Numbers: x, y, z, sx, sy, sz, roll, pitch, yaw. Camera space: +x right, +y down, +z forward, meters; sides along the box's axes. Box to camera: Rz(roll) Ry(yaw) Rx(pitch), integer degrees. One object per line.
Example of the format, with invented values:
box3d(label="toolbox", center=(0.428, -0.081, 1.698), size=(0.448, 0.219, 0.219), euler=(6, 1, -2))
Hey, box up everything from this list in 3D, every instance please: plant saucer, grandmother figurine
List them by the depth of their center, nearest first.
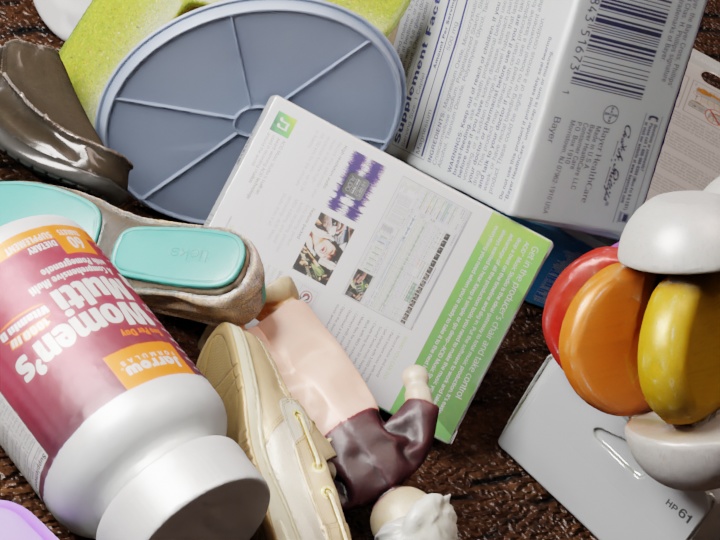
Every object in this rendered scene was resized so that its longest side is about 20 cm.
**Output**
box3d(label="grandmother figurine", center=(-0.007, 0.096, 1.453), size=(0.200, 0.121, 0.061), euler=(54, -8, 22))
box3d(label="plant saucer", center=(-0.087, -0.128, 1.595), size=(0.200, 0.200, 0.048), euler=(11, 45, -31))

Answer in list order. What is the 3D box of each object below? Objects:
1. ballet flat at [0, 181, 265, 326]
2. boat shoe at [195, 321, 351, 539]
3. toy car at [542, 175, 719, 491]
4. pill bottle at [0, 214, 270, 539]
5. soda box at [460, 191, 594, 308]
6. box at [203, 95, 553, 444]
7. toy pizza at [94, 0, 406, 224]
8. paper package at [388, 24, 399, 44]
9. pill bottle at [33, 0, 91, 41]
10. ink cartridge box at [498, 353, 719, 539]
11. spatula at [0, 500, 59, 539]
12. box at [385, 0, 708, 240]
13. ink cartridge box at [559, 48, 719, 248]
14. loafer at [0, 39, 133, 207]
box3d(label="ballet flat", center=(-0.145, -0.002, 1.464), size=(0.200, 0.068, 0.067), euler=(15, -22, 24))
box3d(label="boat shoe", center=(-0.046, 0.116, 1.385), size=(0.069, 0.074, 0.200), euler=(10, 45, -29))
box3d(label="toy car", center=(0.193, 0.031, 1.511), size=(0.150, 0.175, 0.200), euler=(5, 14, 35))
box3d(label="pill bottle", center=(-0.141, 0.072, 1.322), size=(0.109, 0.110, 0.200), euler=(-7, 46, -48))
box3d(label="soda box", center=(0.061, -0.045, 1.736), size=(0.200, 0.064, 0.068), euler=(21, 30, -18))
box3d(label="box", center=(0.000, 0.000, 1.535), size=(0.200, 0.145, 0.036), euler=(28, -1, -6))
box3d(label="toy pizza", center=(-0.070, -0.105, 1.564), size=(0.200, 0.200, 0.032), euler=(13, 42, -29))
box3d(label="paper package", center=(0.099, -0.159, 1.816), size=(0.200, 0.191, 0.104), euler=(10, 31, -36))
box3d(label="pill bottle", center=(-0.129, -0.216, 1.769), size=(0.200, 0.113, 0.113), euler=(-5, 45, -48))
box3d(label="ink cartridge box", center=(0.206, 0.109, 1.617), size=(0.145, 0.085, 0.200), euler=(43, 30, 21))
box3d(label="spatula", center=(-0.223, 0.159, 1.202), size=(0.057, 0.021, 0.200), euler=(43, 32, 17))
box3d(label="box", center=(0.113, -0.137, 1.612), size=(0.105, 0.184, 0.200), euler=(11, 11, -31))
box3d(label="ink cartridge box", center=(0.241, -0.066, 1.738), size=(0.160, 0.047, 0.200), euler=(28, 45, -2))
box3d(label="loafer", center=(-0.209, -0.108, 1.524), size=(0.200, 0.071, 0.073), euler=(35, -3, 28))
